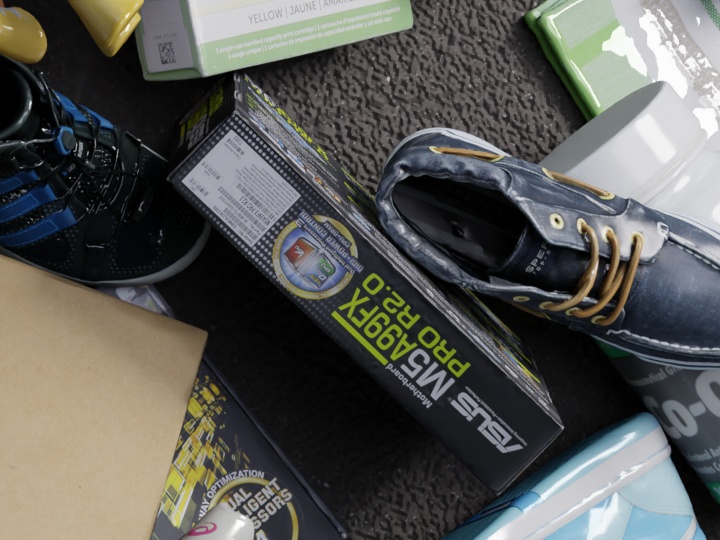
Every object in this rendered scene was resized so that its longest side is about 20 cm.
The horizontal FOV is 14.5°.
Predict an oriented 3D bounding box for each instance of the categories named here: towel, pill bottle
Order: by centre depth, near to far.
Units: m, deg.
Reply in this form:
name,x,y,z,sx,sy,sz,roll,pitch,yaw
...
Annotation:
name,x,y,z,sx,sy,sz,roll,pitch,yaw
pill bottle,0.168,0.016,1.356,0.113,0.113,0.200,-42,98,-26
towel,0.195,-0.119,1.449,0.200,0.031,0.149,-35,93,-26

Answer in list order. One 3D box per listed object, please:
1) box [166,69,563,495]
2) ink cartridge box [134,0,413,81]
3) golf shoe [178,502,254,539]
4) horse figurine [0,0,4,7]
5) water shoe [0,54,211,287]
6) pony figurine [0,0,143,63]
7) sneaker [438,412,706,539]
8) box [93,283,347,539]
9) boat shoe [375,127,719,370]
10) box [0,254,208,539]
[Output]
name,x,y,z,sx,sy,sz,roll,pitch,yaw
box,0.000,0.000,1.263,0.200,0.160,0.044,44,96,-10
ink cartridge box,-0.054,-0.197,1.299,0.145,0.048,0.201,-18,102,-45
golf shoe,-0.027,0.178,1.213,0.088,0.077,0.200,-59,137,-13
horse figurine,-0.202,-0.072,1.247,0.132,0.050,0.201,18,72,-18
water shoe,-0.146,-0.048,1.198,0.200,0.079,0.072,23,75,-22
pony figurine,-0.162,-0.179,1.188,0.200,0.167,0.193,38,31,-4
sneaker,0.094,0.166,1.311,0.200,0.080,0.131,-33,92,-25
box,-0.128,0.119,1.238,0.200,0.049,0.161,-39,92,-26
boat shoe,0.098,-0.001,1.255,0.200,0.091,0.071,22,102,3
box,-0.177,0.068,1.192,0.199,0.021,0.164,21,69,-15
